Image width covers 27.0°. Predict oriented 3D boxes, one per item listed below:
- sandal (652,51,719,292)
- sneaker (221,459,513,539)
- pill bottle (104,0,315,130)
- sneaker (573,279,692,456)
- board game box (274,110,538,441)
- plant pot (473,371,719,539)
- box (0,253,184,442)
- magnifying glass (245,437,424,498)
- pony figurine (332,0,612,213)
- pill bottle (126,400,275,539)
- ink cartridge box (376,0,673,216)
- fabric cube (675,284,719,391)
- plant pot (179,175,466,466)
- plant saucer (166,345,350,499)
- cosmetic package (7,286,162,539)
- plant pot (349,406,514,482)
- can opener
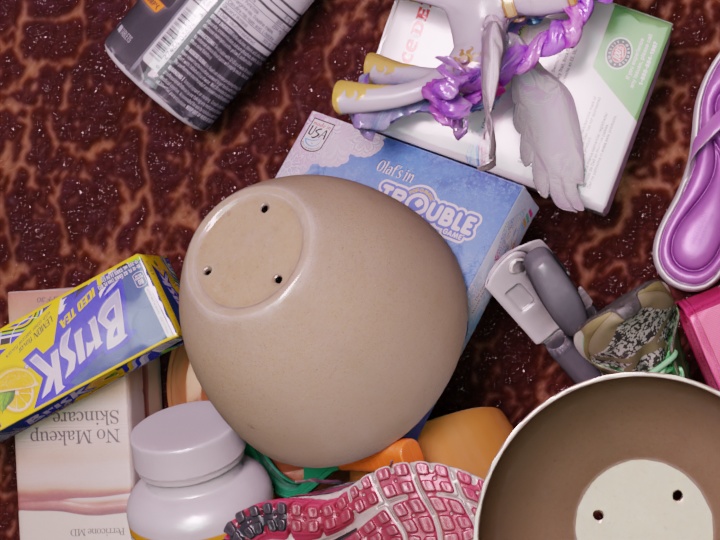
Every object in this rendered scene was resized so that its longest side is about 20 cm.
[{"bbox_3d":[0.279,-0.080,1.114,0.082,0.050,0.204,17,93,9],"label":"sandal"},{"bbox_3d":[0.007,0.168,1.007,0.198,0.075,0.081,-8,88,20],"label":"sneaker"},{"bbox_3d":[-0.097,-0.215,1.153,0.106,0.106,0.200,42,96,7],"label":"pill bottle"},{"bbox_3d":[0.204,0.079,1.012,0.077,0.200,0.089,-33,55,-3],"label":"sneaker"},{"bbox_3d":[0.000,0.000,1.107,0.199,0.043,0.200,22,77,32],"label":"board game box"},{"bbox_3d":[0.177,0.166,0.942,0.198,0.134,0.202,-1,85,11],"label":"plant pot"},{"bbox_3d":[-0.222,0.062,1.109,0.199,0.064,0.070,-28,84,9],"label":"box"},{"bbox_3d":[-0.026,0.130,1.083,0.022,0.199,0.080,-29,105,-34],"label":"magnifying glass"},{"bbox_3d":[0.082,-0.145,1.025,0.198,0.166,0.195,0,78,27],"label":"pony figurine"},{"bbox_3d":[-0.113,0.207,1.126,0.112,0.113,0.202,-7,109,10],"label":"pill bottle"},{"bbox_3d":[0.116,-0.143,1.125,0.199,0.084,0.146,21,93,10],"label":"ink cartridge box"},{"bbox_3d":[0.347,0.075,1.028,0.198,0.196,0.201,-24,86,10],"label":"fabric cube"},{"bbox_3d":[-0.045,0.015,1.010,0.199,0.134,0.202,-12,60,22],"label":"plant pot"},{"bbox_3d":[-0.061,0.093,1.182,0.198,0.037,0.202,0,90,11],"label":"plant saucer"},{"bbox_3d":[-0.214,0.113,1.184,0.102,0.087,0.202,-5,89,10],"label":"cosmetic package"},{"bbox_3d":[0.080,0.208,1.091,0.199,0.200,0.184,-24,70,9],"label":"plant pot"},{"bbox_3d":[0.161,0.054,1.084,0.053,0.067,0.200,-38,124,9],"label":"can opener"}]
